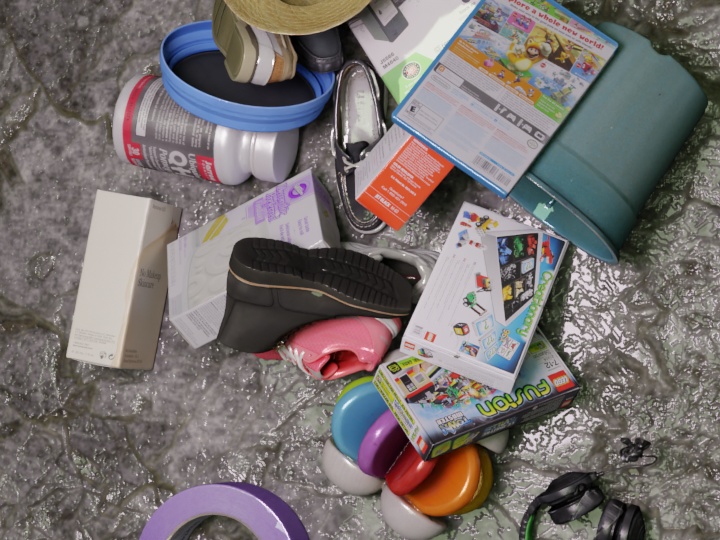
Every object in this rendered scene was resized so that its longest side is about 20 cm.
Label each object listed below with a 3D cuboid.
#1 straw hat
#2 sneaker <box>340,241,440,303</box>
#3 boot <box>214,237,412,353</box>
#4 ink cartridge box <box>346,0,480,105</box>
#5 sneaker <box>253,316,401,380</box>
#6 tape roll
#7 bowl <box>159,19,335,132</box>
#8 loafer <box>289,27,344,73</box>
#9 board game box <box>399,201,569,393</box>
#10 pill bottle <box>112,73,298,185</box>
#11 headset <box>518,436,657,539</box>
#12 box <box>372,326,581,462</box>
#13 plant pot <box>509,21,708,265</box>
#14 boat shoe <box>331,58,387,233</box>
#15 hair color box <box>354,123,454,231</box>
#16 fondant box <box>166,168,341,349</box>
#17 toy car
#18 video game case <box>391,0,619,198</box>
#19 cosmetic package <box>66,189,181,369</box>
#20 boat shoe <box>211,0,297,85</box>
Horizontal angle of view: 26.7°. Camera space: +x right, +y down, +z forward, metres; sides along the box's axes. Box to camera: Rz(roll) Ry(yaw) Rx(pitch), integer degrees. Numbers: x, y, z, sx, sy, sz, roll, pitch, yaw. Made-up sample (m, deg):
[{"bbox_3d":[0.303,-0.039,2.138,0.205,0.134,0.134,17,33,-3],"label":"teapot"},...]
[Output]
[{"bbox_3d":[-0.057,-0.320,1.673,0.201,0.085,0.201,-2,64,5],"label":"straw hat"},{"bbox_3d":[0.000,0.000,1.709,0.200,0.099,0.078,-4,84,16],"label":"sneaker"},{"bbox_3d":[-0.054,0.045,1.654,0.200,0.077,0.138,16,129,-4],"label":"boot"},{"bbox_3d":[0.063,-0.296,1.725,0.145,0.084,0.200,-34,77,11],"label":"ink cartridge box"},{"bbox_3d":[-0.055,0.083,1.701,0.200,0.074,0.087,-8,44,31],"label":"sneaker"},{"bbox_3d":[-0.157,0.345,1.743,0.200,0.066,0.200,-1,85,17],"label":"tape roll"},{"bbox_3d":[-0.131,-0.221,1.728,0.201,0.201,0.039,26,126,17],"label":"bowl"},{"bbox_3d":[-0.075,-0.312,1.749,0.068,0.070,0.201,-18,62,-19],"label":"loafer"},{"bbox_3d":[0.136,0.026,1.636,0.126,0.035,0.200,22,55,7],"label":"board game box"},{"bbox_3d":[-0.178,-0.161,1.769,0.200,0.111,0.111,12,89,17],"label":"pill bottle"},{"bbox_3d":[0.248,0.261,1.618,0.123,0.094,0.200,36,107,15],"label":"headset"},{"bbox_3d":[0.125,0.122,1.620,0.200,0.035,0.110,-18,59,-29],"label":"box"},{"bbox_3d":[0.252,-0.144,1.610,0.200,0.200,0.196,38,89,16],"label":"plant pot"},{"bbox_3d":[0.002,-0.144,1.741,0.074,0.060,0.200,1,85,16],"label":"boat shoe"},{"bbox_3d":[0.079,-0.148,1.632,0.064,0.111,0.200,36,106,-13],"label":"hair color box"},{"bbox_3d":[-0.122,-0.015,1.727,0.200,0.058,0.144,-26,37,12],"label":"fondant box"},{"bbox_3d":[0.050,0.190,1.652,0.200,0.150,0.175,36,96,16],"label":"toy car"},{"bbox_3d":[0.146,-0.190,1.533,0.143,0.018,0.200,36,79,10],"label":"video game case"},{"bbox_3d":[-0.277,0.013,1.787,0.073,0.104,0.200,11,89,16],"label":"cosmetic package"},{"bbox_3d":[-0.121,-0.272,1.712,0.200,0.068,0.075,-106,32,-45],"label":"boat shoe"}]
